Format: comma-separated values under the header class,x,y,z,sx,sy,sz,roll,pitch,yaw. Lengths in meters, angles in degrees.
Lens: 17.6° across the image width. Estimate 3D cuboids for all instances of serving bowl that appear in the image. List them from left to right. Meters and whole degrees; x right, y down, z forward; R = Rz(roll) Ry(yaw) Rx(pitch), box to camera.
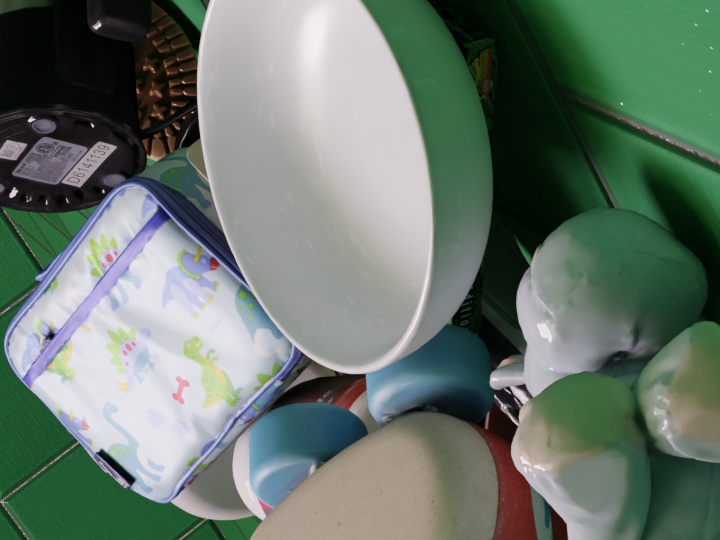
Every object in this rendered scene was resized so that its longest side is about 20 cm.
class,x,y,z,sx,sy,sz,roll,pitch,yaw
serving bowl,0.002,-0.057,1.070,0.200,0.066,0.201,32,130,50

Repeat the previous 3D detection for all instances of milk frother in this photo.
class,x,y,z,sx,sy,sz,roll,pitch,yaw
milk frother,-0.144,-0.142,1.455,0.200,0.180,0.189,26,-132,-43

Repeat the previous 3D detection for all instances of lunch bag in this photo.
class,x,y,z,sx,sy,sz,roll,pitch,yaw
lunch bag,-0.118,0.033,1.412,0.161,0.082,0.200,47,128,2

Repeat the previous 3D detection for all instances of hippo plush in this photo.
class,x,y,z,sx,sy,sz,roll,pitch,yaw
hippo plush,0.138,0.060,0.991,0.161,0.159,0.200,-98,-3,-48

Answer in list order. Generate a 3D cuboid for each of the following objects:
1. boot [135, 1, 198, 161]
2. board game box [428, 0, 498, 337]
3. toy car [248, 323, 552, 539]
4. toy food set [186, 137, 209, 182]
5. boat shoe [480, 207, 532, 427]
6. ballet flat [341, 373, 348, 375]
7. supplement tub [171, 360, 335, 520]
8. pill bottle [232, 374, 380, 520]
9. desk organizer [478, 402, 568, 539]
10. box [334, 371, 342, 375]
class,x,y,z,sx,sy,sz,roll,pitch,yaw
boot,-0.154,-0.142,1.610,0.200,0.075,0.107,61,176,28
board game box,0.024,-0.042,1.136,0.105,0.023,0.201,38,138,41
toy car,0.059,0.158,1.133,0.200,0.177,0.185,24,-133,-35
toy food set,0.000,0.000,1.332,0.143,0.060,0.200,43,-174,39
boat shoe,0.062,0.020,1.201,0.200,0.075,0.060,49,129,26
ballet flat,0.032,0.060,1.513,0.200,0.071,0.071,45,166,39
supplement tub,-0.119,0.066,1.604,0.200,0.144,0.145,39,162,49
pill bottle,-0.003,0.119,1.420,0.111,0.111,0.200,55,156,-12
desk organizer,0.079,0.145,1.279,0.072,0.077,0.201,33,122,59
box,-0.051,-0.013,1.614,0.200,0.060,0.117,55,168,-10
